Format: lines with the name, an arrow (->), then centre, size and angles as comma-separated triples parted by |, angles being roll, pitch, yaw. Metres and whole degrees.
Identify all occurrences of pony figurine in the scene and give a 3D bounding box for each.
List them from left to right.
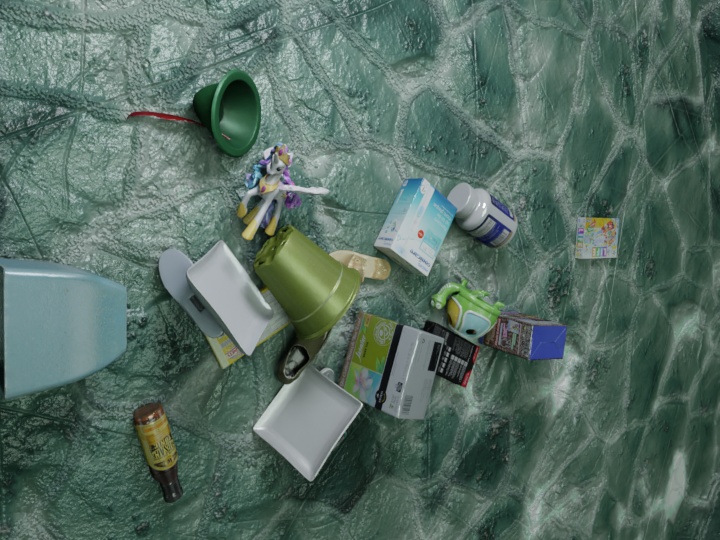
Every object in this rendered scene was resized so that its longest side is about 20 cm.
pony figurine -> -0.174, -0.172, 1.156 | 0.165, 0.192, 0.203 | 36, 107, 10

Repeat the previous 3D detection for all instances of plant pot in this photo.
plant pot -> -0.519, 0.086, 0.948 | 0.195, 0.193, 0.204 | -1, 96, -40
plant pot -> -0.131, 0.012, 1.190 | 0.190, 0.198, 0.202 | 45, 73, -24

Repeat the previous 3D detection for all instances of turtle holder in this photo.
turtle holder -> 0.296, 0.110, 1.513 | 0.182, 0.140, 0.135 | 21, 102, -42

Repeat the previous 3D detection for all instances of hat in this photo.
hat -> -0.324, -0.336, 1.122 | 0.200, 0.171, 0.171 | 29, 75, -70

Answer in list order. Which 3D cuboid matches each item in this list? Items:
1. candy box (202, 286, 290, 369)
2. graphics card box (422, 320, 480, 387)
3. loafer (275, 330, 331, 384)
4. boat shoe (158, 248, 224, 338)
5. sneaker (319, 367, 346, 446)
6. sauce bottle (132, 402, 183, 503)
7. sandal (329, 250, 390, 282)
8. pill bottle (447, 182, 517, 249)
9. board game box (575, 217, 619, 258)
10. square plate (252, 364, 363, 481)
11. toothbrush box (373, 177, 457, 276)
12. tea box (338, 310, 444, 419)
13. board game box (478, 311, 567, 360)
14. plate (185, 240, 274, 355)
candy box -> -0.248, 0.119, 1.220 | 0.197, 0.026, 0.105 | -33, 113, -26
graphics card box -> 0.243, 0.237, 1.543 | 0.197, 0.050, 0.129 | 28, 81, -33
loafer -> -0.123, 0.179, 1.274 | 0.074, 0.069, 0.203 | 34, 77, -11
boat shoe -> -0.340, 0.050, 1.125 | 0.074, 0.086, 0.204 | -38, 90, -14
sneaker -> -0.079, 0.344, 1.295 | 0.082, 0.119, 0.207 | 17, 87, -46
sauce bottle -> -0.409, 0.377, 1.123 | 0.065, 0.065, 0.207 | -21, 108, -28
sandal -> 0.000, -0.006, 1.343 | 0.206, 0.069, 0.081 | 2, 95, -33
pill bottle -> 0.333, -0.155, 1.515 | 0.197, 0.118, 0.123 | 29, 81, -32
board game box -> 0.820, -0.113, 1.890 | 0.194, 0.034, 0.140 | -3, 98, -33
square plate -> -0.120, 0.338, 1.250 | 0.200, 0.197, 0.029 | -53, 150, -15
toothbrush box -> 0.144, -0.112, 1.416 | 0.145, 0.084, 0.204 | 34, 79, -31
tea box -> 0.073, 0.229, 1.330 | 0.132, 0.193, 0.207 | 21, 84, -51
board game box -> 0.472, 0.187, 1.598 | 0.155, 0.198, 0.101 | 4, 95, -32
plate -> -0.266, 0.055, 1.114 | 0.032, 0.200, 0.203 | -29, 105, 16
